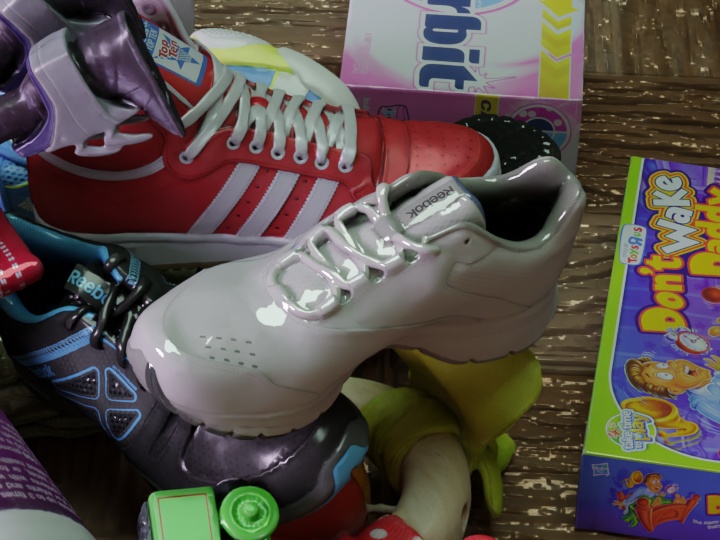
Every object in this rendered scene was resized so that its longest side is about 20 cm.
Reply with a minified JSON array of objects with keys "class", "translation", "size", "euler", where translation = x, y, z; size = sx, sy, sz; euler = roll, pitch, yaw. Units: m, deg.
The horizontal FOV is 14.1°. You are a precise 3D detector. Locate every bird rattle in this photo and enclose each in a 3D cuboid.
[{"class":"bird rattle","translation":[-0.004,0.103,1.170],"size":[0.162,0.113,0.201],"euler":[2,52,17]}]

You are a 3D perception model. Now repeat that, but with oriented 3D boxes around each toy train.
[{"class":"toy train","translation":[-0.046,0.169,1.053],"size":[0.056,0.042,0.201],"euler":[-4,64,-11]}]

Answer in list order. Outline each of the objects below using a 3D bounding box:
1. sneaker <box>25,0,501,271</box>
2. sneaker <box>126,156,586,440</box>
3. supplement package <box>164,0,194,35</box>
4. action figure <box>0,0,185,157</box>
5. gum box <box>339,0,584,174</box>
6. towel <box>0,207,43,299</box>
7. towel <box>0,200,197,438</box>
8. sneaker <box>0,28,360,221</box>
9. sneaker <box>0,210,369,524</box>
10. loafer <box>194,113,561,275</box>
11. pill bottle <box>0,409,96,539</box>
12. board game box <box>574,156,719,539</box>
[{"class":"sneaker","translation":[-0.043,-0.063,1.205],"size":[0.199,0.113,0.071],"euler":[-6,38,1]},{"class":"sneaker","translation":[0.000,0.000,1.095],"size":[0.199,0.087,0.075],"euler":[-20,61,-34]},{"class":"supplement package","translation":[-0.167,-0.184,1.452],"size":[0.116,0.118,0.200],"euler":[-14,43,-18]},{"class":"action figure","translation":[-0.174,-0.049,1.129],"size":[0.199,0.069,0.130],"euler":[-26,41,4]},{"class":"gum box","translation":[0.052,-0.120,1.426],"size":[0.113,0.066,0.200],"euler":[3,40,2]},{"class":"towel","translation":[-0.236,0.004,1.146],"size":[0.199,0.023,0.145],"euler":[-20,31,-13]},{"class":"towel","translation":[-0.134,0.001,1.300],"size":[0.148,0.037,0.200],"euler":[-7,42,-10]},{"class":"sneaker","translation":[-0.102,-0.053,1.291],"size":[0.199,0.076,0.105],"euler":[10,54,20]},{"class":"sneaker","translation":[-0.084,0.039,1.148],"size":[0.200,0.082,0.073],"euler":[22,66,37]},{"class":"loafer","translation":[0.013,-0.002,1.281],"size":[0.200,0.072,0.073],"euler":[-24,40,-34]},{"class":"pill bottle","translation":[-0.162,0.113,1.108],"size":[0.112,0.113,0.200],"euler":[-20,45,-24]},{"class":"board game box","translation":[0.171,0.037,1.266],"size":[0.134,0.045,0.200],"euler":[8,41,6]}]
